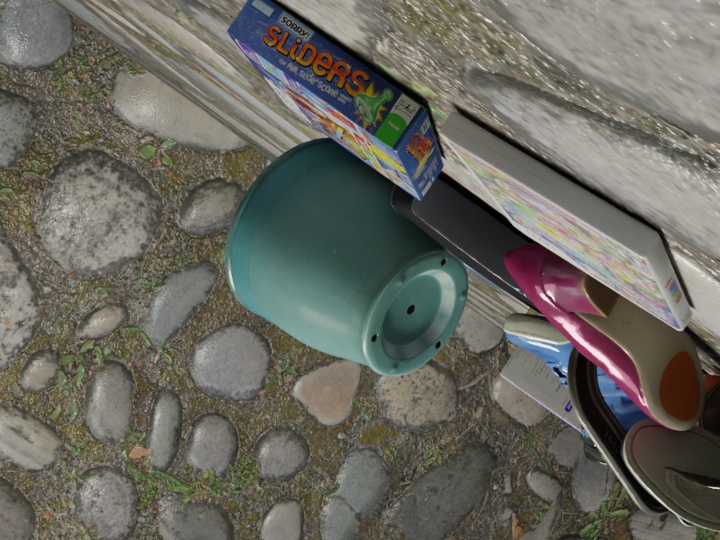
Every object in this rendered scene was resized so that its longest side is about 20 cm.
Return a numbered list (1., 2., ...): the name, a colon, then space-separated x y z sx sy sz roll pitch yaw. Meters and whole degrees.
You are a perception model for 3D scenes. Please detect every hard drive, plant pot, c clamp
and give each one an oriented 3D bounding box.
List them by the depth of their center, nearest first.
1. c clamp: 0.241 0.109 1.070 0.027 0.172 0.200 -13 127 46
2. hard drive: 0.117 -0.019 1.117 0.199 0.043 0.135 35 180 -11
3. plant pot: 0.000 0.000 1.243 0.187 0.201 0.200 36 -179 39

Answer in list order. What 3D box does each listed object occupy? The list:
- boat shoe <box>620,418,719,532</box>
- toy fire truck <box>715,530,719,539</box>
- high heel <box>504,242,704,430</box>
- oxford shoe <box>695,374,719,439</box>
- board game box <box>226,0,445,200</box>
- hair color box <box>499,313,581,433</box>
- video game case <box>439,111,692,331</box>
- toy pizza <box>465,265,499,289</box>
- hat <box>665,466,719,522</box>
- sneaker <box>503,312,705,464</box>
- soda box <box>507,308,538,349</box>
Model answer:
1. boat shoe: 0.293 0.177 1.031 0.197 0.076 0.062 21 172 -10
2. toy fire truck: 0.438 0.276 1.228 0.197 0.179 0.129 20 179 -1
3. high heel: 0.189 0.052 0.973 0.200 0.068 0.095 41 166 -33
4. oxford shoe: 0.357 0.165 1.094 0.199 0.072 0.072 35 174 -34
5. board game box: -0.010 -0.113 0.874 0.135 0.035 0.200 36 180 8
6. hair color box: 0.250 0.117 1.333 0.065 0.110 0.200 34 -179 -37
7. video game case: 0.133 -0.025 0.783 0.142 0.018 0.200 34 180 24
8. toy pizza: 0.086 -0.045 1.419 0.199 0.032 0.200 34 -179 0
9. hat: 0.324 0.152 0.912 0.198 0.082 0.201 21 169 4
10. sneaker: 0.212 0.117 1.160 0.197 0.113 0.077 20 -177 -9
11. soda box: 0.286 0.118 1.732 0.067 0.064 0.200 34 180 -27
